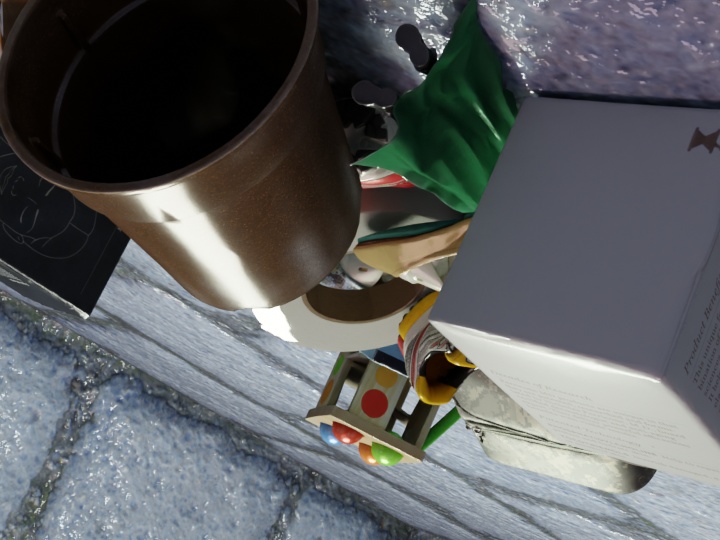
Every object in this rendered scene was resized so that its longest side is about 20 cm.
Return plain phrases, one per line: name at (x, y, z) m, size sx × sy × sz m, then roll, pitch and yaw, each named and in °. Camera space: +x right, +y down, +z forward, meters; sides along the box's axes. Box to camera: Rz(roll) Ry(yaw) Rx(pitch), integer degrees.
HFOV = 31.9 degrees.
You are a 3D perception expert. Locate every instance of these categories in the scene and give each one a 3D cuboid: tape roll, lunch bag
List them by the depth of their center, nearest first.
tape roll at (0.000, 0.000, 1.067) m, size 0.200 × 0.037 × 0.204 m, roll -7°, pitch 144°, yaw -5°
lunch bag at (0.174, 0.090, 1.135) m, size 0.198 × 0.140 × 0.169 m, roll 11°, pitch 142°, yaw 41°

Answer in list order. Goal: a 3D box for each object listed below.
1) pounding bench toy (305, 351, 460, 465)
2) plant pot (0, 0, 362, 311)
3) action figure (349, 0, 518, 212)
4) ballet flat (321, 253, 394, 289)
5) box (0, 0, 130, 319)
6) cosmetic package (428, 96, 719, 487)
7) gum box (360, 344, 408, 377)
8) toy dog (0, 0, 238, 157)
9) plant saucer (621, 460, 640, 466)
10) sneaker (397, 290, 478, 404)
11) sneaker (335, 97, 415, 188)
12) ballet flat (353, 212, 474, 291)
pounding bench toy at (0.057, 0.165, 1.513) m, size 0.198 × 0.158 × 0.124 m, roll 28°, pitch 165°, yaw -11°
plant pot at (-0.093, -0.085, 0.799) m, size 0.198 × 0.202 × 0.199 m, roll 18°, pitch 159°, yaw 25°
action figure at (0.062, -0.086, 0.809) m, size 0.055 × 0.118 × 0.200 m, roll 43°, pitch -176°, yaw 30°
ballet flat at (0.036, 0.008, 1.226) m, size 0.198 × 0.075 × 0.074 m, roll 25°, pitch 165°, yaw -4°
box at (-0.291, -0.097, 1.110) m, size 0.123 × 0.202 × 0.196 m, roll 12°, pitch 160°, yaw 45°
cosmetic package at (0.182, 0.017, 0.792) m, size 0.165 × 0.169 × 0.200 m, roll 12°, pitch 159°, yaw 41°
gum box at (0.056, 0.083, 1.339) m, size 0.168 × 0.045 × 0.200 m, roll 26°, pitch -179°, yaw -22°
toy dog at (-0.179, -0.141, 0.915) m, size 0.192 × 0.141 × 0.200 m, roll -6°, pitch 148°, yaw 39°
plant saucer at (0.246, 0.092, 0.983) m, size 0.197 × 0.032 × 0.202 m, roll 3°, pitch 131°, yaw 3°
sneaker at (0.102, 0.036, 1.031) m, size 0.077 × 0.083 × 0.201 m, roll 15°, pitch 132°, yaw -22°
sneaker at (-0.028, -0.091, 0.964) m, size 0.199 × 0.078 × 0.084 m, roll 17°, pitch 180°, yaw 45°
ballet flat at (0.078, -0.014, 0.932) m, size 0.198 × 0.064 × 0.068 m, roll -15°, pitch 179°, yaw 38°
